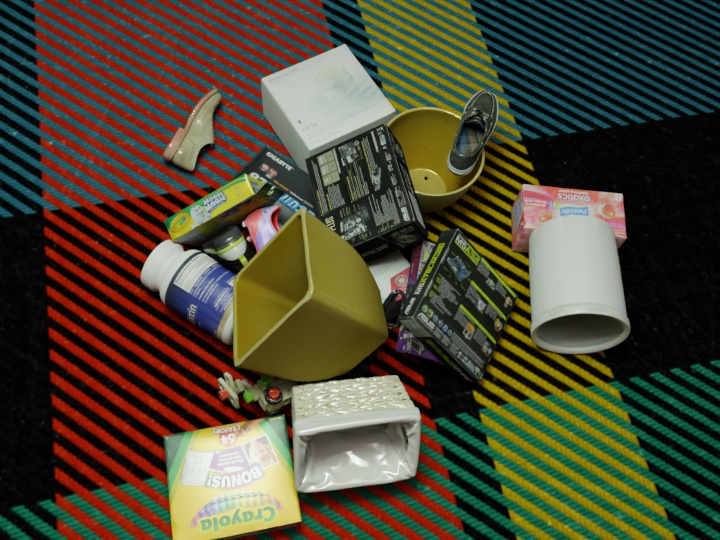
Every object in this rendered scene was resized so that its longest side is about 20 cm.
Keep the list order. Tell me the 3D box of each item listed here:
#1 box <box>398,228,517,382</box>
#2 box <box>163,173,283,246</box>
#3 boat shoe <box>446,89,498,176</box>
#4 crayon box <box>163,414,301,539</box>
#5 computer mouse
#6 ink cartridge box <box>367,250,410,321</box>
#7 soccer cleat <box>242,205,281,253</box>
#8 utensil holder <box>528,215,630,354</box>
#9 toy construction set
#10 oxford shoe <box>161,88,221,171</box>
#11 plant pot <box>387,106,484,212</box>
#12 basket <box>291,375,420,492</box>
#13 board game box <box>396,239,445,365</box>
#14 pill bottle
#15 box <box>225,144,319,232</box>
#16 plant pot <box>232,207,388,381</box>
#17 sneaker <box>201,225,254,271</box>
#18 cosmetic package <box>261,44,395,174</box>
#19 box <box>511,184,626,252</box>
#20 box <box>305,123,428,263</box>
[{"bbox_3d":[0.177,0.063,1.324,0.200,0.047,0.194,43,59,-28],"label":"box"},{"bbox_3d":[-0.242,-0.113,1.358,0.199,0.117,0.049,-26,82,9],"label":"box"},{"bbox_3d":[0.214,-0.264,1.388,0.068,0.057,0.201,20,64,6],"label":"boat shoe"},{"bbox_3d":[-0.206,0.339,1.208,0.199,0.058,0.174,-9,64,-9],"label":"crayon box"},{"bbox_3d":[0.018,0.117,1.306,0.058,0.034,0.200,35,100,-4],"label":"computer mouse"},{"bbox_3d":[0.000,0.000,1.382,0.145,0.083,0.200,-30,70,-18],"label":"ink cartridge box"},{"bbox_3d":[-0.149,-0.019,1.362,0.076,0.067,0.201,-23,84,10],"label":"soccer cleat"},{"bbox_3d":[0.389,0.025,1.355,0.169,0.170,0.201,6,61,-2],"label":"utensil holder"},{"bbox_3d":[-0.144,0.173,1.274,0.199,0.092,0.131,-30,59,-18],"label":"toy construction set"},{"bbox_3d":[-0.325,-0.283,1.521,0.074,0.071,0.201,34,62,-16],"label":"oxford shoe"},{"bbox_3d":[0.129,-0.193,1.457,0.199,0.142,0.201,2,64,-3],"label":"plant pot"},{"bbox_3d":[-0.015,0.255,1.201,0.199,0.136,0.124,-5,31,-12],"label":"basket"},{"bbox_3d":[0.129,0.058,1.331,0.120,0.032,0.201,20,75,-40],"label":"board game box"},{"bbox_3d":[-0.280,0.034,1.325,0.199,0.116,0.116,30,65,11],"label":"pill bottle"},{"bbox_3d":[-0.157,-0.129,1.456,0.200,0.046,0.159,35,67,13],"label":"box"},{"bbox_3d":[-0.069,0.062,1.206,0.199,0.194,0.196,28,33,-33],"label":"plant pot"},{"bbox_3d":[-0.231,-0.028,1.338,0.072,0.200,0.083,-34,100,-8],"label":"sneaker"},{"bbox_3d":[-0.067,-0.319,1.518,0.199,0.123,0.200,-28,67,-17],"label":"cosmetic package"},{"bbox_3d":[0.399,-0.092,1.454,0.199,0.095,0.103,6,64,-1],"label":"box"},{"bbox_3d":[0.010,-0.127,1.315,0.163,0.086,0.201,-22,66,15],"label":"box"}]
